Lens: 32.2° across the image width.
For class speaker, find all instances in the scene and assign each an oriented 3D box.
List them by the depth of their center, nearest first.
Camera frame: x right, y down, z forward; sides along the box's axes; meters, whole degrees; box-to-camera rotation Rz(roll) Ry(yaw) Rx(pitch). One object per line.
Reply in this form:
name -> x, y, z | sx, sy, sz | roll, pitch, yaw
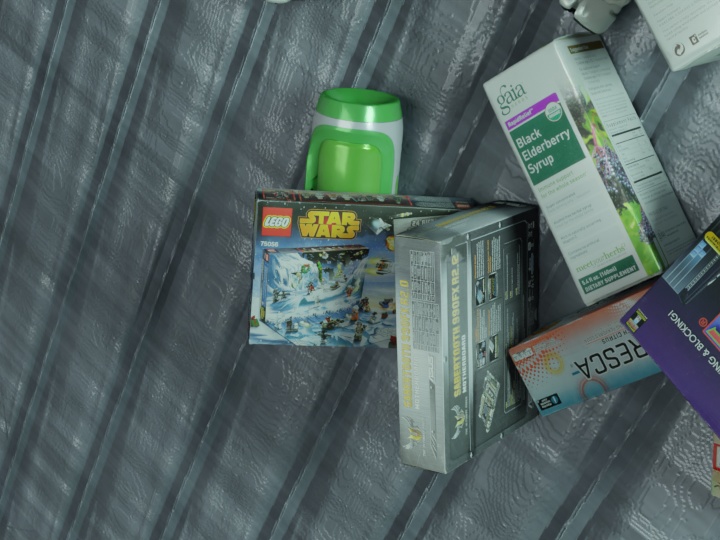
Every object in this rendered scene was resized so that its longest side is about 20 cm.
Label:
speaker -> -0.009, -0.064, 1.167 | 0.088, 0.088, 0.201 | 19, 114, 34

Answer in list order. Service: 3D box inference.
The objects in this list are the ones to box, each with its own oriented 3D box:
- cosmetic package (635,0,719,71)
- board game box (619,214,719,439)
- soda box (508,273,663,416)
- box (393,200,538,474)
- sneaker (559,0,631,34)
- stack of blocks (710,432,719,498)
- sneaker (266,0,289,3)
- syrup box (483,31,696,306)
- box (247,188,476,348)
cosmetic package -> 0.232, -0.253, 0.902 | 0.081, 0.113, 0.201 | -29, 86, 40
board game box -> 0.302, 0.050, 0.858 | 0.166, 0.057, 0.200 | -51, 58, 23
soda box -> 0.223, 0.052, 1.024 | 0.199, 0.063, 0.069 | -28, 89, 41
box -> 0.094, 0.053, 1.069 | 0.048, 0.158, 0.202 | 9, 108, 37
sneaker -> 0.156, -0.286, 0.988 | 0.081, 0.075, 0.201 | -40, 78, 25
stack of blocks -> 0.364, 0.143, 0.918 | 0.199, 0.059, 0.116 | 19, 133, 33
sneaker -> -0.042, -0.341, 1.134 | 0.115, 0.076, 0.201 | 14, 121, 30
syrup box -> 0.186, -0.084, 1.006 | 0.079, 0.081, 0.201 | -28, 86, 40
box -> 0.000, 0.000, 1.125 | 0.040, 0.198, 0.138 | -109, 24, -68
